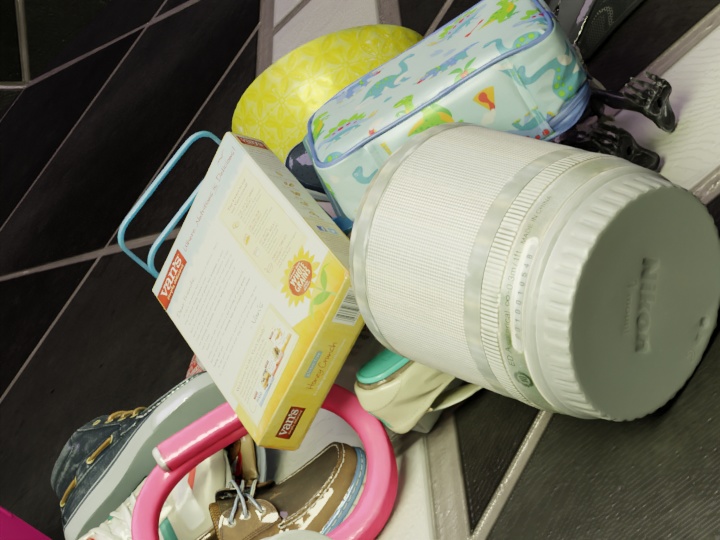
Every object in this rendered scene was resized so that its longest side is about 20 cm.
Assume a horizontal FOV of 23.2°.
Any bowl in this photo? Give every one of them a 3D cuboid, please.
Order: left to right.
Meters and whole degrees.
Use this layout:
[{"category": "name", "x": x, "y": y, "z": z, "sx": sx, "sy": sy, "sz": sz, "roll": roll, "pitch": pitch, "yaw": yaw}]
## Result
[{"category": "bowl", "x": -0.006, "y": -0.119, "z": 1.593, "sx": 0.200, "sy": 0.200, "sz": 0.108, "roll": -38, "pitch": 61, "yaw": 26}]

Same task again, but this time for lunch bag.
[{"category": "lunch bag", "x": 0.062, "y": -0.118, "z": 1.254, "sx": 0.200, "sy": 0.083, "sz": 0.161, "roll": -31, "pitch": 22, "yaw": 7}]

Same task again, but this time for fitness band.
[{"category": "fitness band", "x": -0.070, "y": 0.161, "z": 1.246, "sx": 0.200, "sy": 0.037, "sz": 0.144, "roll": -31, "pitch": 63, "yaw": -2}]

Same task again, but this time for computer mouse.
[{"category": "computer mouse", "x": 0.192, "y": -0.227, "z": 1.508, "sx": 0.200, "sy": 0.053, "sz": 0.138, "roll": -50, "pitch": 21, "yaw": -2}]

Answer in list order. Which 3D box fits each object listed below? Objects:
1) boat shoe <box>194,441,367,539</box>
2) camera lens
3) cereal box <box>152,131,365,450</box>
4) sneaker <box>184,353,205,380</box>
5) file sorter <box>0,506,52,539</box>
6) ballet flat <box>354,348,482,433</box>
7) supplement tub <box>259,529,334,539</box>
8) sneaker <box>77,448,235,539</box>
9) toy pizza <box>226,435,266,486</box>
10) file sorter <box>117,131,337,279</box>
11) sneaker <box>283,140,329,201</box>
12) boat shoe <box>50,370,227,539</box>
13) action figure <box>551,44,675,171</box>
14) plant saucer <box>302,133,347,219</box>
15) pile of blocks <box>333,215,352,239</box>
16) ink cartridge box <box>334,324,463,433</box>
[{"category": "boat shoe", "x": -0.078, "y": 0.194, "z": 1.295, "sx": 0.200, "sy": 0.072, "sz": 0.072, "roll": -47, "pitch": 23, "yaw": 8}, {"category": "camera lens", "x": 0.104, "y": -0.002, "z": 1.100, "sx": 0.200, "sy": 0.160, "sz": 0.160, "roll": 19, "pitch": 68, "yaw": 46}, {"category": "cereal box", "x": -0.071, "y": 0.011, "z": 1.247, "sx": 0.200, "sy": 0.039, "sz": 0.144, "roll": 51, "pitch": 120, "yaw": 46}, {"category": "sneaker", "x": -0.143, "y": 0.106, "z": 1.574, "sx": 0.108, "sy": 0.067, "sz": 0.202, "roll": -40, "pitch": 26, "yaw": 16}, {"category": "file sorter", "x": -0.299, "y": 0.314, "z": 1.437, "sx": 0.125, "sy": 0.139, "sz": 0.200, "roll": -46, "pitch": 21, "yaw": 15}, {"category": "ballet flat", "x": 0.085, "y": 0.043, "z": 1.243, "sx": 0.200, "sy": 0.070, "sz": 0.069, "roll": -37, "pitch": 20, "yaw": -8}, {"category": "supplement tub", "x": -0.089, "y": 0.258, "z": 1.132, "sx": 0.200, "sy": 0.132, "sz": 0.132, "roll": -33, "pitch": 27, "yaw": 37}, {"category": "sneaker", "x": -0.172, "y": 0.210, "z": 1.338, "sx": 0.070, "sy": 0.093, "sz": 0.200, "roll": 37, "pitch": 102, "yaw": 43}, {"category": "toy pizza", "x": -0.158, "y": 0.187, "z": 1.435, "sx": 0.200, "sy": 0.032, "sz": 0.201, "roll": -25, "pitch": 48, "yaw": 31}, {"category": "file sorter", "x": -0.088, "y": -0.009, "z": 1.482, "sx": 0.200, "sy": 0.123, "sz": 0.139, "roll": 34, "pitch": 84, "yaw": 40}, {"category": "sneaker", "x": 0.021, "y": -0.110, "z": 1.452, "sx": 0.199, "sy": 0.109, "sz": 0.070, "roll": -5, "pitch": 71, "yaw": 15}, {"category": "boat shoe", "x": -0.178, "y": 0.135, "z": 1.410, "sx": 0.200, "sy": 0.071, "sz": 0.091, "roll": -47, "pitch": 44, "yaw": 13}, {"category": "action figure", "x": 0.148, "y": -0.116, "z": 1.344, "sx": 0.200, "sy": 0.102, "sz": 0.119, "roll": 1, "pitch": 56, "yaw": 59}, {"category": "plant saucer", "x": -0.002, "y": -0.074, "z": 1.382, "sx": 0.070, "sy": 0.019, "sz": 0.200, "roll": -47, "pitch": 35, "yaw": 16}, {"category": "pile of blocks", "x": 0.000, "y": 0.000, "z": 1.274, "sx": 0.082, "sy": 0.062, "sz": 0.200, "roll": -43, "pitch": 24, "yaw": -31}, {"category": "ink cartridge box", "x": 0.045, "y": 0.014, "z": 1.344, "sx": 0.200, "sy": 0.083, "sz": 0.146, "roll": -55, "pitch": 23, "yaw": -16}]
